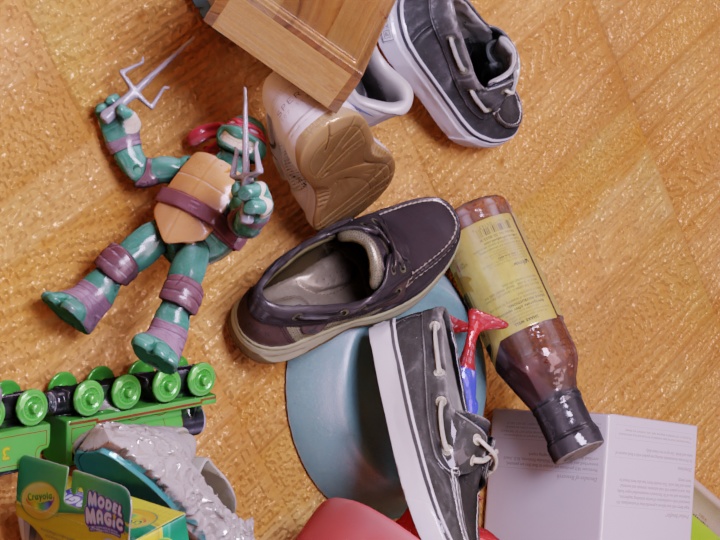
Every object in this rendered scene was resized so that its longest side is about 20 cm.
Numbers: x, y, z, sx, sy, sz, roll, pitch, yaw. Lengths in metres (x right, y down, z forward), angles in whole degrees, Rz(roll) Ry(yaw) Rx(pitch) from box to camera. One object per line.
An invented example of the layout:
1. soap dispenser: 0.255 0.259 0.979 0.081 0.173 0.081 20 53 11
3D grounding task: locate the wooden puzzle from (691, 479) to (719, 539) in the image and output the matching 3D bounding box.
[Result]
1. wooden puzzle: 0.276 0.286 1.516 0.185 0.037 0.202 39 64 -36

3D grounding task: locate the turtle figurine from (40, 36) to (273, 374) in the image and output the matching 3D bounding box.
1. turtle figurine: -0.108 -0.042 1.116 0.201 0.149 0.101 -62 144 -15

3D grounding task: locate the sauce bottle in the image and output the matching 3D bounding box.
1. sauce bottle: 0.120 0.044 1.310 0.066 0.066 0.202 -5 65 -43

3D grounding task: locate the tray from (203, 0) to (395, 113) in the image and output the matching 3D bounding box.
1. tray: -0.028 -0.184 1.147 0.098 0.037 0.201 34 32 -8

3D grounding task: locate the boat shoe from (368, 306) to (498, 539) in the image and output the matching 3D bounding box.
1. boat shoe: 0.058 0.118 1.196 0.071 0.063 0.202 49 25 -65

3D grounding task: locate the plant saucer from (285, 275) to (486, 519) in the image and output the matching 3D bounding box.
1. plant saucer: 0.031 0.082 1.296 0.199 0.036 0.202 3 86 -43

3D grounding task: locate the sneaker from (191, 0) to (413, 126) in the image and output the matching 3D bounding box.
1. sneaker: -0.034 -0.170 1.211 0.200 0.086 0.075 41 64 -33

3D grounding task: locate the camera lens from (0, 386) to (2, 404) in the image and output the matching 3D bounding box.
1. camera lens: -0.276 0.128 0.924 0.159 0.159 0.202 13 80 -42

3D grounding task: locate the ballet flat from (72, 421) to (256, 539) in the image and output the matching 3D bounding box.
1. ballet flat: -0.119 0.138 1.120 0.072 0.071 0.201 -61 145 -26

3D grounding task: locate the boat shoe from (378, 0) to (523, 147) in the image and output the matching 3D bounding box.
1. boat shoe: 0.083 -0.144 1.302 0.200 0.070 0.073 30 56 -57

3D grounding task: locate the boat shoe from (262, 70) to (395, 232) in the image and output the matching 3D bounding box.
1. boat shoe: -0.026 -0.085 1.187 0.071 0.200 0.069 -38 74 -7

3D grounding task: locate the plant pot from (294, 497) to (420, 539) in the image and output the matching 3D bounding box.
1. plant pot: -0.010 0.278 1.158 0.177 0.200 0.201 -45 118 -21

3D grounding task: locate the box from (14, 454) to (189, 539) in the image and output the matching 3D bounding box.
1. box: -0.145 0.207 1.056 0.048 0.117 0.202 -25 114 -41

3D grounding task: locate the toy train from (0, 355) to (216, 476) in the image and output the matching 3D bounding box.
1. toy train: -0.170 0.092 1.107 0.199 0.042 0.057 -6 102 -43

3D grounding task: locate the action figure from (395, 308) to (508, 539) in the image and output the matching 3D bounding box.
1. action figure: 0.082 0.140 1.271 0.098 0.065 0.202 23 73 -30

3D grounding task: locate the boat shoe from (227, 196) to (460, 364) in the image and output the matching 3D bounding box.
1. boat shoe: 0.000 0.000 1.225 0.199 0.065 0.073 -32 79 -31

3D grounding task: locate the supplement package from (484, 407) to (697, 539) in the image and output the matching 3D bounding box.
1. supplement package: 0.173 0.213 1.367 0.121 0.119 0.202 12 80 -44
